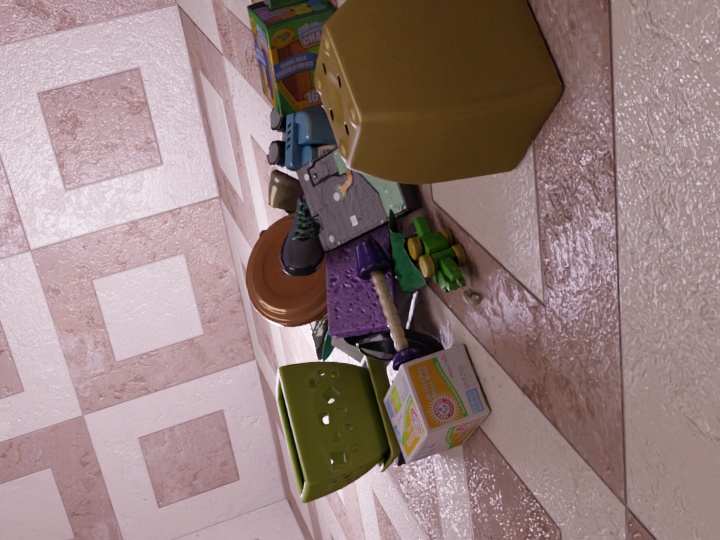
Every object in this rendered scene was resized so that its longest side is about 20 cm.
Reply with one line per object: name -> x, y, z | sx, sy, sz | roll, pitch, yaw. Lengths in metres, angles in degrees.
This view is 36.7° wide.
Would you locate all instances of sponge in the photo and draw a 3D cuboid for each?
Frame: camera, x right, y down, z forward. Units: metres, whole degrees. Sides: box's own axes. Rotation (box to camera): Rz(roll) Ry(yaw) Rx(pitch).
sponge -> 0.000, 0.000, 1.707 | 0.030, 0.110, 0.204 | 45, -141, -65

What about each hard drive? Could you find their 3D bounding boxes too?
hard drive -> -0.006, -0.125, 1.640 | 0.199, 0.038, 0.142 | -26, 83, 46

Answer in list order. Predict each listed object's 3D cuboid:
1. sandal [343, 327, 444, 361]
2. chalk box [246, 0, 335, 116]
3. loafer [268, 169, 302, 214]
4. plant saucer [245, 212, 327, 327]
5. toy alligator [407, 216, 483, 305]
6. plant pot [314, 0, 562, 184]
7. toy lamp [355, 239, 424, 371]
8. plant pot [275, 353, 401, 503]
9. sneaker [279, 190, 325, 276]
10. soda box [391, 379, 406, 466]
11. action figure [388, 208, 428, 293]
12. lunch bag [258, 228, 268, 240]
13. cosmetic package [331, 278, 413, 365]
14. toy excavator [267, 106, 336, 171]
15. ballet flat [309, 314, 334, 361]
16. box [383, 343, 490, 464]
sandal -> 0.041, 0.115, 1.705 | 0.198, 0.043, 0.077 | 9, 142, 41
chalk box -> -0.107, -0.379, 1.776 | 0.124, 0.123, 0.203 | -126, 22, -55
loafer -> -0.104, -0.125, 1.975 | 0.075, 0.199, 0.069 | 34, 98, 41
plant saucer -> -0.110, -0.005, 1.838 | 0.032, 0.199, 0.202 | 37, -155, -58
toy alligator -> 0.114, 0.001, 1.459 | 0.201, 0.058, 0.055 | -121, 19, -47
plant pot -> 0.062, -0.203, 1.131 | 0.196, 0.197, 0.197 | 114, 138, -69
toy lamp -> 0.039, 0.048, 1.633 | 0.058, 0.057, 0.203 | 103, 149, -65
plant pot -> -0.033, 0.255, 1.796 | 0.200, 0.178, 0.202 | 108, 147, -69
sneaker -> -0.092, -0.075, 1.744 | 0.201, 0.073, 0.089 | -82, -10, -55
soda box -> 0.089, 0.251, 1.833 | 0.201, 0.070, 0.064 | 93, 157, -54
action figure -> 0.074, -0.012, 1.622 | 0.200, 0.054, 0.120 | 96, 154, -74
lunch bag -> -0.081, 0.013, 1.962 | 0.119, 0.162, 0.201 | -80, -30, -48
cosmetic package -> 0.018, 0.080, 1.813 | 0.112, 0.081, 0.201 | 32, 151, 12
toy excavator -> -0.073, -0.211, 1.893 | 0.199, 0.099, 0.198 | -11, 75, 55
ballet flat -> -0.057, 0.068, 1.895 | 0.072, 0.071, 0.202 | 61, 143, 41
box -> 0.110, 0.203, 1.625 | 0.201, 0.100, 0.114 | 106, 145, -66
